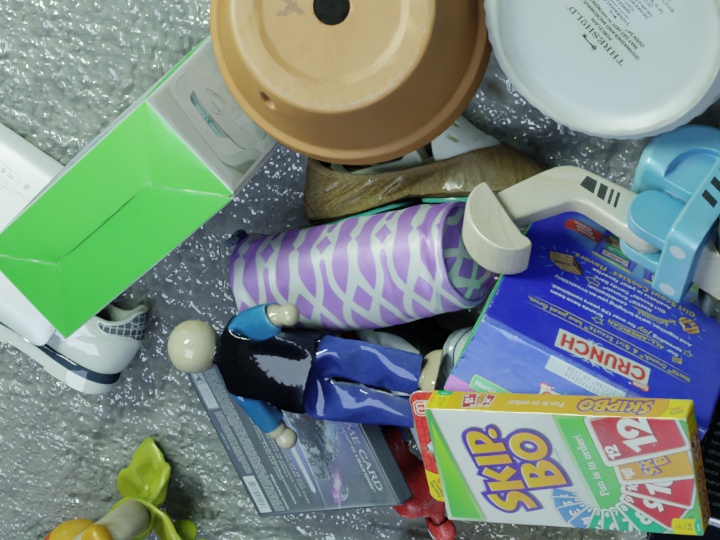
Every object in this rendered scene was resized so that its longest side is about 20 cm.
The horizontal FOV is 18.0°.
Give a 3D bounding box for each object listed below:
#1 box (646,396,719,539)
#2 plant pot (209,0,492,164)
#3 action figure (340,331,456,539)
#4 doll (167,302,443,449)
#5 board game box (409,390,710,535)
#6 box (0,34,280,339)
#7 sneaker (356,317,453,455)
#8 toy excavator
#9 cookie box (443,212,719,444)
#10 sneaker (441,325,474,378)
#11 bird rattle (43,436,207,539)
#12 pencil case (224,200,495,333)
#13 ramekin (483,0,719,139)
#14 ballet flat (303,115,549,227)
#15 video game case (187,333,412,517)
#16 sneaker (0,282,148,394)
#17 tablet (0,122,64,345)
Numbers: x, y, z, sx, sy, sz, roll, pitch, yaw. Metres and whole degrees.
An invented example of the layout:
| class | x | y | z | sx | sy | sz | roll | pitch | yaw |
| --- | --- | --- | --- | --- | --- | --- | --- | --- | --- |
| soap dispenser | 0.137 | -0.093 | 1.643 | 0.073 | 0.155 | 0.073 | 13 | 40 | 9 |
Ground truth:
| class | x | y | z | sx | sy | sz | roll | pitch | yaw |
| --- | --- | --- | --- | --- | --- | --- | --- | --- | --- |
| box | 0.312 | 0.183 | 1.618 | 0.198 | 0.197 | 0.125 | 16 | 124 | 12 |
| plant pot | -0.011 | -0.171 | 1.526 | 0.198 | 0.140 | 0.202 | 0 | 93 | 5 |
| action figure | 0.004 | 0.134 | 1.782 | 0.201 | 0.065 | 0.099 | 56 | 145 | 0 |
| doll | -0.044 | 0.076 | 1.651 | 0.198 | 0.049 | 0.137 | 12 | 131 | 4 |
| board game box | 0.129 | 0.127 | 1.520 | 0.198 | 0.030 | 0.096 | 2 | 123 | 25 |
| box | -0.150 | -0.070 | 1.662 | 0.097 | 0.177 | 0.200 | 47 | 124 | -8 |
| sneaker | 0.068 | 0.057 | 1.727 | 0.111 | 0.073 | 0.201 | -28 | 91 | 6 |
| toy excavator | 0.194 | -0.042 | 1.552 | 0.199 | 0.195 | 0.100 | 31 | 153 | 16 |
| cookie box | 0.170 | 0.045 | 1.591 | 0.170 | 0.200 | 0.076 | 28 | 125 | 4 |
| sneaker | 0.152 | 0.099 | 1.666 | 0.199 | 0.074 | 0.071 | 23 | 174 | -26 |
| bird rattle | -0.231 | 0.228 | 1.886 | 0.199 | 0.163 | 0.113 | -27 | 89 | 22 |
| pencil case | 0.000 | 0.000 | 1.649 | 0.199 | 0.085 | 0.085 | -7 | 107 | 32 |
| ramekin | 0.175 | -0.183 | 1.516 | 0.199 | 0.105 | 0.202 | 10 | 121 | 16 |
| ballet flat | 0.044 | -0.078 | 1.662 | 0.199 | 0.068 | 0.073 | -8 | 96 | 29 |
| video game case | -0.052 | 0.122 | 1.771 | 0.199 | 0.019 | 0.144 | -13 | 106 | 53 |
| sneaker | -0.265 | 0.016 | 1.830 | 0.199 | 0.076 | 0.081 | 29 | 113 | -2 |
| tablet | -0.297 | -0.047 | 1.791 | 0.199 | 0.014 | 0.131 | 34 | 94 | 3 |
